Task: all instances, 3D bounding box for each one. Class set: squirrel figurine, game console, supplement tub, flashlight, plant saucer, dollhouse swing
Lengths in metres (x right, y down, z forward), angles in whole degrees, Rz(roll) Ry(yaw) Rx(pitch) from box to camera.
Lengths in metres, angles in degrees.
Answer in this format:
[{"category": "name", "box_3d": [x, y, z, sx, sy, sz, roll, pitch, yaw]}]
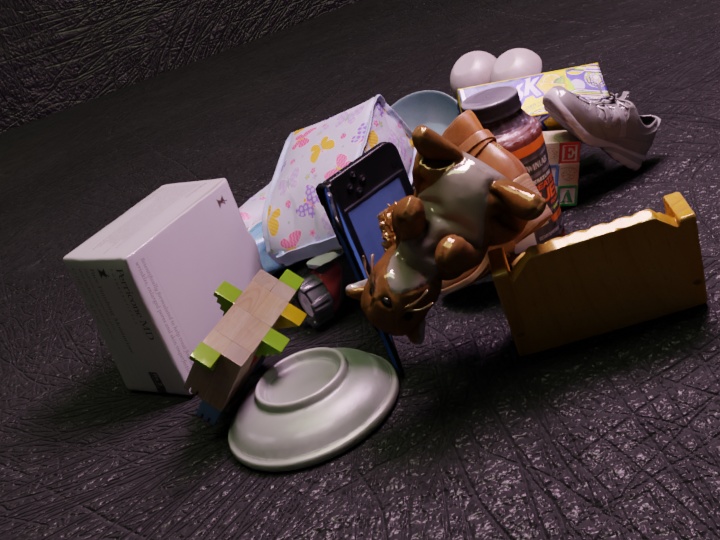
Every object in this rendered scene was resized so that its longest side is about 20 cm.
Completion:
[{"category": "squirrel figurine", "box_3d": [0.072, -0.024, 0.990, 0.188, 0.140, 0.200, -60, -1, 6]}, {"category": "game console", "box_3d": [0.038, -0.019, 1.124, 0.170, 0.202, 0.118, -36, 27, -26]}, {"category": "supplement tub", "box_3d": [0.179, -0.116, 1.209, 0.105, 0.203, 0.107, -16, 23, 7]}, {"category": "flashlight", "box_3d": [0.000, 0.000, 1.296, 0.198, 0.068, 0.068, -30, -12, -28]}, {"category": "plant saucer", "box_3d": [-0.057, 0.133, 1.076, 0.197, 0.051, 0.201, -17, 25, 8]}, {"category": "dollhouse swing", "box_3d": [0.236, -0.032, 1.048, 0.197, 0.183, 0.178, -17, 44, 11]}, {"category": "plant saucer", "box_3d": [0.086, -0.161, 1.455, 0.199, 0.038, 0.205, -15, 66, 36]}]

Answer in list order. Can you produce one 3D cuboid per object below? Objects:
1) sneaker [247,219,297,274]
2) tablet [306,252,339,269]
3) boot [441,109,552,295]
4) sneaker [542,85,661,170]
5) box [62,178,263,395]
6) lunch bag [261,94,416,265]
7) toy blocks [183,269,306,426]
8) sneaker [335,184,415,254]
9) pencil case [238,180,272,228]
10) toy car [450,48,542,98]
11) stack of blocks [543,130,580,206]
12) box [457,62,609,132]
[{"category": "sneaker", "box_3d": [-0.094, -0.051, 1.443, 0.199, 0.079, 0.089, -37, 22, -30]}, {"category": "tablet", "box_3d": [0.028, -0.051, 1.436, 0.199, 0.014, 0.129, -37, 29, -30]}, {"category": "boot", "box_3d": [0.121, -0.075, 1.160, 0.073, 0.156, 0.200, -25, -16, -45]}, {"category": "sneaker", "box_3d": [0.312, -0.204, 1.291, 0.083, 0.198, 0.075, -58, 42, 16]}, {"category": "box", "box_3d": [-0.235, 0.018, 1.275, 0.129, 0.201, 0.200, -1, 30, 38]}, {"category": "lunch bag", "box_3d": [-0.027, -0.098, 1.281, 0.168, 0.127, 0.202, -18, 41, 36]}, {"category": "toy blocks", "box_3d": [-0.144, 0.098, 1.136, 0.099, 0.138, 0.201, 30, 37, 3]}, {"category": "sneaker", "box_3d": [0.038, -0.099, 1.394, 0.198, 0.078, 0.091, -27, 10, 19]}, {"category": "pencil case", "box_3d": [-0.156, -0.077, 1.556, 0.090, 0.084, 0.200, -7, 27, 42]}, {"category": "toy car", "box_3d": [0.217, -0.227, 1.490, 0.198, 0.175, 0.152, 11, 68, 49]}, {"category": "stack of blocks", "box_3d": [0.184, -0.116, 1.311, 0.196, 0.117, 0.059, -5, 23, -8]}, {"category": "box", "box_3d": [0.232, -0.220, 1.356, 0.196, 0.065, 0.071, -11, 61, 1]}]
